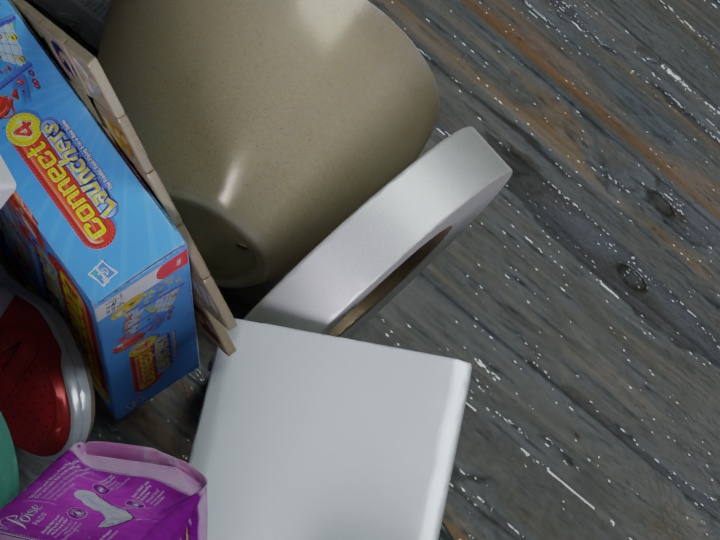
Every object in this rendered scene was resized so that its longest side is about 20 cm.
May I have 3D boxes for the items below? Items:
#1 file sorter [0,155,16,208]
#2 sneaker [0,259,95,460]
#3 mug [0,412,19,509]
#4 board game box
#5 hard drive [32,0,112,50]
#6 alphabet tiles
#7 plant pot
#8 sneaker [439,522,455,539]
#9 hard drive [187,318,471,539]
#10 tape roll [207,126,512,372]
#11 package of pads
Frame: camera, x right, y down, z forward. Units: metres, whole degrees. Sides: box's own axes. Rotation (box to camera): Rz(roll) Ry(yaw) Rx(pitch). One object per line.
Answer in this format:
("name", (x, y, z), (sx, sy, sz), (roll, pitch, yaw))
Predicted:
("file sorter", (-0.281, -0.028, 1.372), (0.124, 0.200, 0.139), (-5, 56, -45))
("sneaker", (-0.221, 0.019, 1.499), (0.112, 0.071, 0.200), (1, 44, -52))
("mug", (-0.235, 0.112, 1.324), (0.152, 0.185, 0.114), (28, 9, 3))
("board game box", (-0.162, -0.041, 1.527), (0.056, 0.200, 0.196), (-33, 74, -12))
("hard drive", (-0.131, -0.174, 1.756), (0.200, 0.140, 0.038), (38, 58, -12))
("alphabet tiles", (-0.124, -0.051, 1.504), (0.167, 0.008, 0.200), (38, -22, 56))
("plant pot", (-0.072, -0.070, 1.685), (0.200, 0.200, 0.135), (33, 62, -17))
("sneaker", (0.020, 0.166, 1.615), (0.082, 0.073, 0.200), (-9, 53, -33))
("hard drive", (-0.026, 0.127, 1.498), (0.131, 0.027, 0.201), (10, 63, 5))
("tape roll", (0.000, 0.000, 1.644), (0.037, 0.203, 0.203), (47, 32, 4))
("package of pads", (-0.120, 0.188, 1.312), (0.075, 0.201, 0.121), (12, 25, 19))
